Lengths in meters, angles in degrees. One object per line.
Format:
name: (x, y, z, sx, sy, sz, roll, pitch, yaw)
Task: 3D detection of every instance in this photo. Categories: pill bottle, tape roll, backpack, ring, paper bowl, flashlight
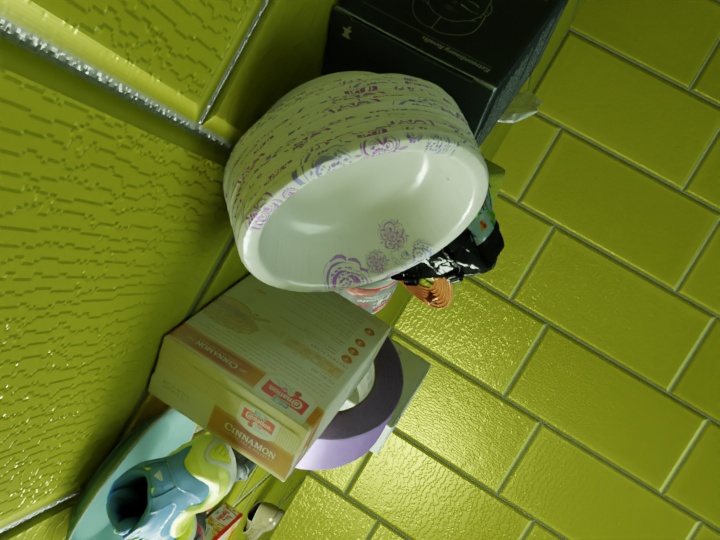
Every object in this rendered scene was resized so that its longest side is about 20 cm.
pill bottle: (0.000, 0.000, 0.979, 0.111, 0.110, 0.200, -56, 175, -20)
tape roll: (-0.055, 0.121, 0.803, 0.200, 0.200, 0.066, -50, 167, -46)
backpack: (0.060, -0.098, 0.793, 0.163, 0.200, 0.154, -8, -135, 47)
ring: (0.059, -0.028, 0.988, 0.019, 0.201, 0.201, -33, 163, -16)
paper bowl: (-0.008, -0.075, 0.560, 0.200, 0.105, 0.201, -15, 152, -8)
flashlight: (-0.215, 0.327, 1.022, 0.200, 0.068, 0.068, -45, 168, -52)

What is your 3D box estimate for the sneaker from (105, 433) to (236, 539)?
sneaker: (-0.199, 0.219, 0.660, 0.105, 0.076, 0.200, -3, 140, -43)

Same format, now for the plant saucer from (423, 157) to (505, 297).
plant saucer: (0.092, -0.092, 1.027, 0.048, 0.200, 0.200, 3, 116, -39)

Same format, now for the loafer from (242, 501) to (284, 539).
loafer: (-0.254, 0.625, 1.787, 0.076, 0.067, 0.200, -46, 180, -43)

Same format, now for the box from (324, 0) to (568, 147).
box: (0.081, -0.211, 0.641, 0.200, 0.148, 0.107, -53, 169, -33)

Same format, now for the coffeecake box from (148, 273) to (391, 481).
coffeecake box: (-0.080, 0.085, 0.696, 0.200, 0.153, 0.073, -43, 162, -58)

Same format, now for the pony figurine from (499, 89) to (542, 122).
pony figurine: (0.115, -0.213, 0.897, 0.193, 0.167, 0.200, -40, 176, -43)

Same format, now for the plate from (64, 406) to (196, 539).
plate: (-0.230, 0.208, 0.697, 0.201, 0.026, 0.200, -56, 170, -15)

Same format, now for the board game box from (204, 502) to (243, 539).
board game box: (-0.295, 0.515, 1.254, 0.152, 0.046, 0.200, -60, 171, 4)

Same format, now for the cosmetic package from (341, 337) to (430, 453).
cosmetic package: (0.004, 0.228, 1.417, 0.165, 0.200, 0.165, -54, 170, -30)
